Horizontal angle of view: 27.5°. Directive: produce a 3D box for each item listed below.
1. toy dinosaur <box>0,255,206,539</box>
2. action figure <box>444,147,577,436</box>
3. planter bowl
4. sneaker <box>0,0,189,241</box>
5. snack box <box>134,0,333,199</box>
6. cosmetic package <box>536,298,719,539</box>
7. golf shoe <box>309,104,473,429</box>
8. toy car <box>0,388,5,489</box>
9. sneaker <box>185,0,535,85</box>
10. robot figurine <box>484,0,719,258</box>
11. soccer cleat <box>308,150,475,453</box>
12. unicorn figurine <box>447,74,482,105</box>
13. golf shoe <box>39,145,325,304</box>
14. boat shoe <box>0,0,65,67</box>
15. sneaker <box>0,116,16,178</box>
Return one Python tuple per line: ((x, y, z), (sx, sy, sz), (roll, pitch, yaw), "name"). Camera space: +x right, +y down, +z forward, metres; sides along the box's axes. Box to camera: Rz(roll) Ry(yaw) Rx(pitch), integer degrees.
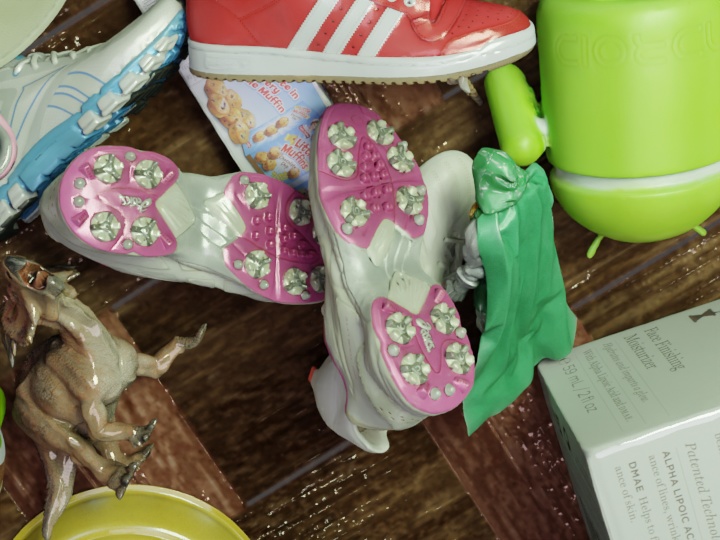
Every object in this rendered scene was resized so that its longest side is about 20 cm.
((-0.190, 0.071, 0.940), (0.135, 0.086, 0.200), (26, 120, -1), "toy dinosaur")
((0.088, 0.000, 0.895), (0.055, 0.118, 0.200), (26, 147, 27), "action figure")
((-0.156, 0.252, 0.992), (0.200, 0.083, 0.201), (-1, 107, -5), "planter bowl")
((-0.184, -0.107, 0.881), (0.200, 0.075, 0.087), (-40, 90, 17), "sneaker")
((-0.059, -0.104, 0.920), (0.072, 0.024, 0.200), (-30, 107, 5), "snack box")
((0.241, 0.124, 0.940), (0.200, 0.165, 0.165), (-19, 107, 1), "cosmetic package")
((0.000, 0.000, 0.868), (0.075, 0.092, 0.200), (1, 65, -32), "golf shoe")
((-0.281, 0.052, 0.862), (0.157, 0.164, 0.200), (10, 117, -8), "toy car")
((-0.005, -0.164, 0.812), (0.200, 0.071, 0.113), (1, 111, 12), "sneaker")
((0.167, -0.107, 0.887), (0.175, 0.116, 0.200), (-9, 110, -3), "robot figurine")
((0.034, 0.022, 0.932), (0.069, 0.078, 0.200), (9, 113, -41), "soccer cleat")
((0.011, -0.187, 0.872), (0.137, 0.074, 0.200), (9, 119, 8), "unicorn figurine")
((-0.101, -0.024, 0.898), (0.200, 0.091, 0.075), (19, 74, -31), "golf shoe")
((-0.202, -0.208, 0.858), (0.074, 0.066, 0.200), (15, 107, -42), "boat shoe")
((-0.271, -0.101, 0.782), (0.200, 0.082, 0.070), (24, 84, -35), "sneaker")
